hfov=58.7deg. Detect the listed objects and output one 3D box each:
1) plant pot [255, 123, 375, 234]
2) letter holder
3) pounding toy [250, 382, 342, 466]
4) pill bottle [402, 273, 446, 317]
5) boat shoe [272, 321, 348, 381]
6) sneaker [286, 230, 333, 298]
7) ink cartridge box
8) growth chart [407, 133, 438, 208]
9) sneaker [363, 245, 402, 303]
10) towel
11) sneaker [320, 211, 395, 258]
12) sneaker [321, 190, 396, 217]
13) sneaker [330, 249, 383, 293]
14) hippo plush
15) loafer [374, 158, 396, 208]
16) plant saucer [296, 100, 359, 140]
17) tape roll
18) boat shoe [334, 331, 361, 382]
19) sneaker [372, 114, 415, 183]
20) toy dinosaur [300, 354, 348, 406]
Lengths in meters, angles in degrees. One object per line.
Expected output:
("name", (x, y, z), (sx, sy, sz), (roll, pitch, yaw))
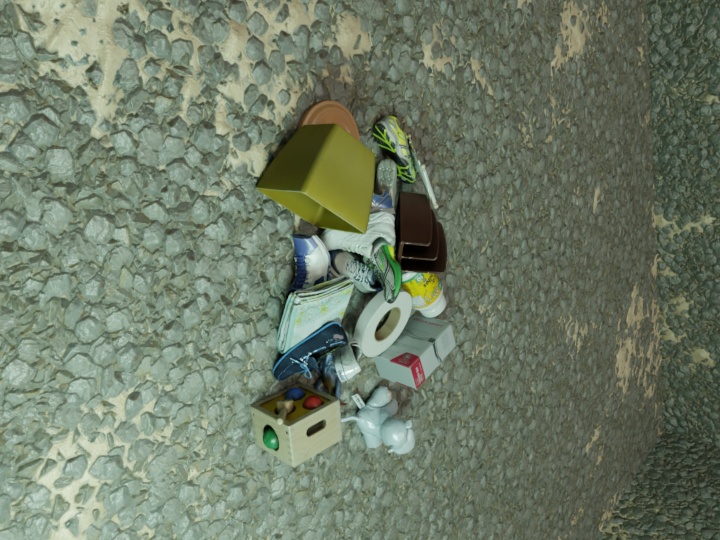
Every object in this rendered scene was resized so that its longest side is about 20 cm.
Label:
("plant pot", (-0.079, -0.211, 1.421), (0.198, 0.198, 0.180), (31, 78, -39))
("letter holder", (0.163, -0.098, 1.667), (0.203, 0.138, 0.102), (-87, -178, -45))
("pounding toy", (-0.157, 0.343, 1.474), (0.197, 0.182, 0.146), (-18, 111, -41))
("pill bottle", (0.165, 0.039, 1.796), (0.114, 0.111, 0.201), (-55, 131, -22))
("boat shoe", (-0.118, 0.202, 1.514), (0.199, 0.069, 0.084), (-38, 157, 2))
("sneaker", (-0.126, 0.019, 1.517), (0.115, 0.079, 0.203), (-39, 125, -36))
("ink cartridge box", (0.154, 0.224, 1.797), (0.199, 0.143, 0.085), (-39, 123, -33))
("growth chart", (0.165, -0.262, 1.716), (0.017, 0.202, 0.147), (-20, 126, 5))
("sneaker", (0.048, -0.009, 1.597), (0.083, 0.078, 0.204), (-5, 62, -22))
("towel", (-0.106, 0.104, 1.503), (0.168, 0.049, 0.202), (-17, 146, -33))
("sneaker", (-0.006, -0.074, 1.550), (0.078, 0.195, 0.102), (58, 18, -62))
("sneaker", (-0.008, -0.158, 1.596), (0.195, 0.076, 0.079), (-2, 77, -24))
("sneaker", (0.000, 0.000, 1.639), (0.198, 0.084, 0.079), (31, 76, -44))
("hippo plush", (0.079, 0.408, 1.737), (0.161, 0.158, 0.201), (-57, 136, -21))
("loafer", (0.062, -0.188, 1.675), (0.070, 0.068, 0.206), (-22, 123, -79))
("plant saucer", (-0.071, -0.305, 1.545), (0.197, 0.032, 0.206), (-12, 106, -45))
("tape roll", (0.061, 0.137, 1.711), (0.201, 0.037, 0.206), (-36, 145, -30))
("boat shoe", (-0.027, 0.204, 1.582), (0.064, 0.201, 0.075), (-21, 117, 6))
("sneaker", (0.107, -0.319, 1.694), (0.077, 0.074, 0.202), (-49, 130, -26))
("toy dinosaur", (-0.091, 0.257, 1.631), (0.200, 0.102, 0.187), (35, 59, -78))
